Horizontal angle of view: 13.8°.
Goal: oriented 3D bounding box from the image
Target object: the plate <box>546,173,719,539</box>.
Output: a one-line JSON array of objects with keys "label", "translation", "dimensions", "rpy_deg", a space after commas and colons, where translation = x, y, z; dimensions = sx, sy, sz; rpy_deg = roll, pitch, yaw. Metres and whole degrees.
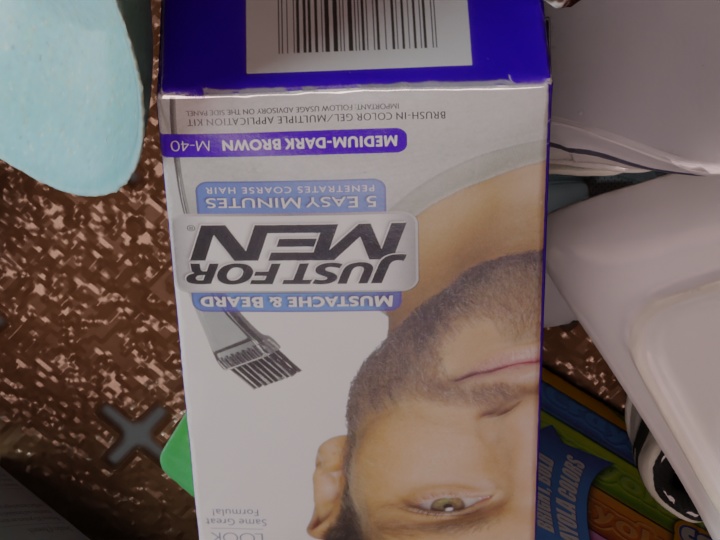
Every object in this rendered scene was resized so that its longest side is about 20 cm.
[{"label": "plate", "translation": [0.174, 0.045, 0.933], "dimensions": [0.199, 0.032, 0.201], "rpy_deg": [-17, 114, 36]}]

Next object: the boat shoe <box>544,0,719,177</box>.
[{"label": "boat shoe", "translation": [0.069, -0.061, 0.916], "dimensions": [0.199, 0.066, 0.072], "rpy_deg": [-2, 86, 17]}]

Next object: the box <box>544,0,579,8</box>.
[{"label": "box", "translation": [0.027, -0.205, 0.816], "dimensions": [0.199, 0.164, 0.166], "rpy_deg": [33, 112, 1]}]

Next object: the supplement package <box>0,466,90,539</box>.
[{"label": "supplement package", "translation": [-0.119, 0.173, 1.060], "dimensions": [0.200, 0.120, 0.122], "rpy_deg": [36, 101, 18]}]

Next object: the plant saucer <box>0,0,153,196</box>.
[{"label": "plant saucer", "translation": [-0.113, -0.114, 0.823], "dimensions": [0.201, 0.039, 0.201], "rpy_deg": [41, 155, 23]}]

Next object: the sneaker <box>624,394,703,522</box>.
[{"label": "sneaker", "translation": [0.184, 0.032, 1.016], "dimensions": [0.199, 0.088, 0.076], "rpy_deg": [-28, 108, 19]}]

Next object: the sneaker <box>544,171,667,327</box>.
[{"label": "sneaker", "translation": [0.039, 0.002, 1.008], "dimensions": [0.199, 0.115, 0.076], "rpy_deg": [5, 118, 7]}]

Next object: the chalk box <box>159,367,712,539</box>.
[{"label": "chalk box", "translation": [0.024, 0.103, 1.056], "dimensions": [0.199, 0.124, 0.125], "rpy_deg": [30, 117, -7]}]

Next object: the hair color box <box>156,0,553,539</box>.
[{"label": "hair color box", "translation": [0.000, 0.000, 0.879], "dimensions": [0.109, 0.065, 0.201], "rpy_deg": [-2, 137, 0]}]
